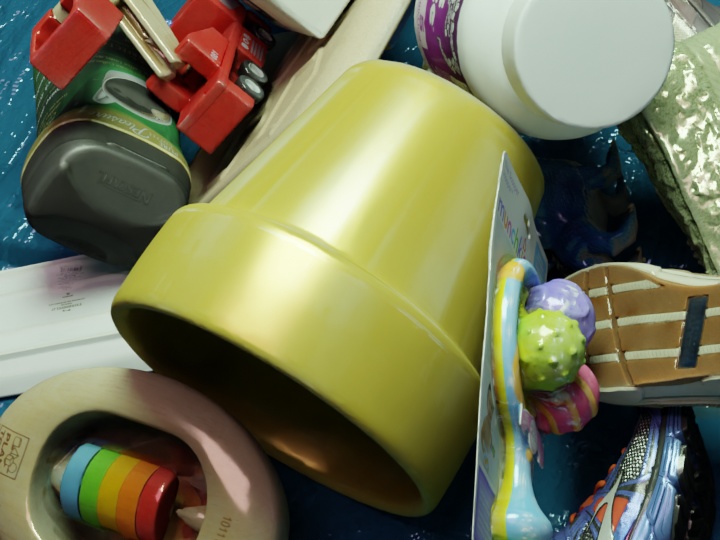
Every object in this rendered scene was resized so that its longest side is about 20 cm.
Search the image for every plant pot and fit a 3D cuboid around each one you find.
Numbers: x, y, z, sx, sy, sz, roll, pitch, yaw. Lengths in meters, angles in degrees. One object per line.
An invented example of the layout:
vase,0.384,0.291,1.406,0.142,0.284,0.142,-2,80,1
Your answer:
plant pot,0.000,0.000,0.861,0.200,0.201,0.189,22,69,32

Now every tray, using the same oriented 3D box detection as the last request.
tray,-0.185,0.025,1.040,0.199,0.022,0.108,-11,48,11

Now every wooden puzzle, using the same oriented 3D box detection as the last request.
wooden puzzle,-0.029,-0.121,1.046,0.200,0.046,0.186,-27,30,52

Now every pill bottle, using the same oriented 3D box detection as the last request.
pill bottle,0.099,-0.132,0.880,0.112,0.113,0.200,-26,16,-3

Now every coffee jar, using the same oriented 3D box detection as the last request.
coffee jar,-0.166,-0.093,1.059,0.085,0.104,0.200,-50,29,29

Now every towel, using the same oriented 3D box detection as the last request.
towel,0.240,-0.059,0.906,0.148,0.037,0.201,-24,72,-4

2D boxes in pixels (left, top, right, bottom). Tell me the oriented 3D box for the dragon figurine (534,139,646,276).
dragon figurine,0.113,-0.018,0.944,0.099,0.059,0.201,-15,51,8

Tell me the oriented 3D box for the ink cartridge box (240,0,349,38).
ink cartridge box,-0.038,-0.225,1.081,0.117,0.067,0.200,-55,18,2

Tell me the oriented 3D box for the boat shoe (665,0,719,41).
boat shoe,0.207,-0.136,1.006,0.065,0.072,0.200,-20,52,-4

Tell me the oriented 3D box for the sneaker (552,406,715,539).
sneaker,0.127,0.136,0.806,0.078,0.075,0.200,3,51,26

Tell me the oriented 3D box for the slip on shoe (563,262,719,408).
slip on shoe,0.171,0.035,0.803,0.200,0.060,0.076,-8,63,52

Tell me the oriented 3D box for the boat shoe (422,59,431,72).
boat shoe,0.033,-0.085,1.020,0.063,0.073,0.200,23,63,30

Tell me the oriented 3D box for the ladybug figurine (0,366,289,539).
ladybug figurine,-0.121,0.125,0.886,0.199,0.072,0.136,18,88,28

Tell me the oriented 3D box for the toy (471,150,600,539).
toy,0.090,0.056,0.779,0.047,0.115,0.201,1,62,18

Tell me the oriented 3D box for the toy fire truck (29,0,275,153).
toy fire truck,-0.128,-0.147,1.033,0.049,0.141,0.200,-43,20,23
